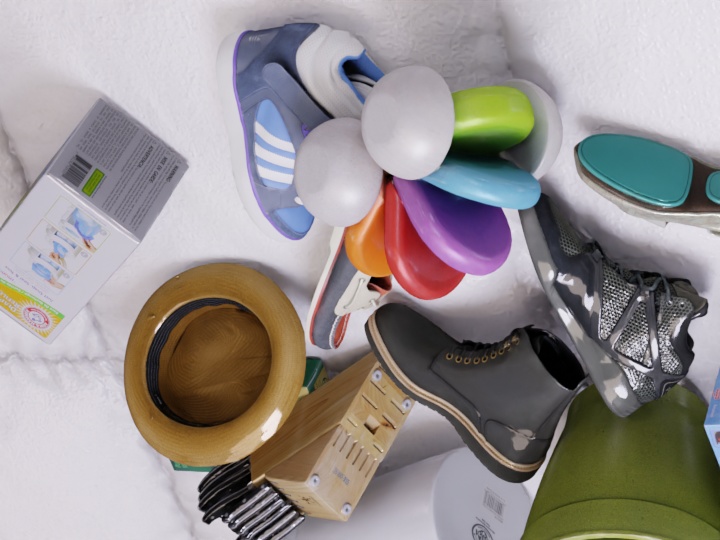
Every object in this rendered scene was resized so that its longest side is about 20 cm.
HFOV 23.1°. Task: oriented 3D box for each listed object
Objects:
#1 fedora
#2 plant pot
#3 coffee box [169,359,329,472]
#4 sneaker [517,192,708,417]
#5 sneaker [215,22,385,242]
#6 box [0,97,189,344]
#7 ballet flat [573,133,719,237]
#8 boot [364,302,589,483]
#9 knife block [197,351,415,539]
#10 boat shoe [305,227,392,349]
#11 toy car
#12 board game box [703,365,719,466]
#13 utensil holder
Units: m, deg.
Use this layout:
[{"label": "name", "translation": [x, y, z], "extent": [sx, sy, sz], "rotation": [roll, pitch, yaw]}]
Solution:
[{"label": "fedora", "translation": [-0.124, 0.090, 1.632], "extent": [0.199, 0.203, 0.082], "rotation": [-3, 168, 29]}, {"label": "plant pot", "translation": [0.230, 0.201, 1.486], "extent": [0.198, 0.194, 0.202], "rotation": [7, 138, 6]}, {"label": "coffee box", "translation": [-0.112, 0.144, 1.725], "extent": [0.198, 0.044, 0.124], "rotation": [0, 128, 26]}, {"label": "sneaker", "translation": [0.209, 0.009, 1.430], "extent": [0.114, 0.076, 0.201], "rotation": [-30, 94, 15]}, {"label": "sneaker", "translation": [-0.029, -0.106, 1.432], "extent": [0.145, 0.081, 0.202], "rotation": [4, 125, 29]}, {"label": "box", "translation": [-0.258, -0.041, 1.583], "extent": [0.101, 0.113, 0.200], "rotation": [37, 136, -11]}, {"label": "ballet flat", "translation": [0.256, -0.051, 1.354], "extent": [0.198, 0.068, 0.063], "rotation": [15, 144, 14]}, {"label": "boot", "translation": [0.104, 0.068, 1.511], "extent": [0.200, 0.077, 0.139], "rotation": [40, 136, 13]}, {"label": "knife block", "translation": [-0.061, 0.170, 1.648], "extent": [0.175, 0.201, 0.064], "rotation": [1, 143, 51]}, {"label": "boat shoe", "translation": [0.000, 0.000, 1.527], "extent": [0.062, 0.071, 0.201], "rotation": [21, 131, 3]}, {"label": "toy car", "translation": [0.060, -0.059, 1.344], "extent": [0.174, 0.151, 0.199], "rotation": [3, 154, -43]}, {"label": "board game box", "translation": [0.334, 0.145, 1.427], "extent": [0.036, 0.152, 0.201], "rotation": [-8, 126, 30]}, {"label": "utensil holder", "translation": [0.048, 0.272, 1.673], "extent": [0.199, 0.171, 0.170], "rotation": [-25, 115, 39]}]
